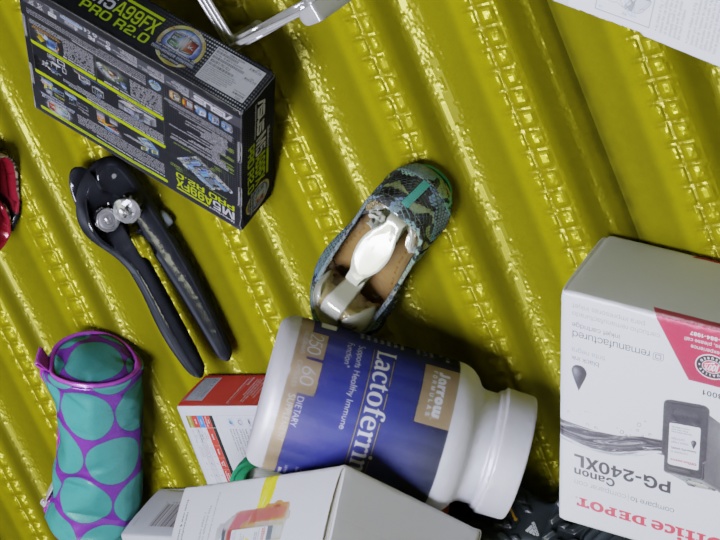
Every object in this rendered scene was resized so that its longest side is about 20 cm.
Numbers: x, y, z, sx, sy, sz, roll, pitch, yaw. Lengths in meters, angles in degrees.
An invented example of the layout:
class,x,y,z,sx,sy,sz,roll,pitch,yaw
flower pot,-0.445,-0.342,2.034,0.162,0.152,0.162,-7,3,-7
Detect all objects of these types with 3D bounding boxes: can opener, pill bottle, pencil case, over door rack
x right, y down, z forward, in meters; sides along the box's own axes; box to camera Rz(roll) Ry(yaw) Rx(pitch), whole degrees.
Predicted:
class,x,y,z,sx,sy,sz,roll,pitch,yaw
can opener,-0.163,-0.005,1.543,0.063,0.079,0.201,-34,104,3
pill bottle,0.023,0.112,1.421,0.198,0.116,0.116,15,130,-3
pencil case,-0.233,0.151,1.662,0.092,0.085,0.201,4,125,-3
over door rack,-0.077,-0.229,1.294,0.148,0.066,0.200,57,161,-12

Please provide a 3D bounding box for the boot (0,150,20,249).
class,x,y,z,sx,sy,sz,roll,pitch,yaw
boot,-0.367,-0.051,1.631,0.150,0.073,0.201,24,124,18

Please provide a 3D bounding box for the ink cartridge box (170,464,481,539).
class,x,y,z,sx,sy,sz,roll,pitch,yaw
ink cartridge box,-0.030,0.213,1.426,0.145,0.084,0.199,28,154,-32

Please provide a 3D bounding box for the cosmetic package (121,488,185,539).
class,x,y,z,sx,sy,sz,roll,pitch,yaw
cosmetic package,-0.123,0.295,1.697,0.101,0.074,0.201,-1,120,34

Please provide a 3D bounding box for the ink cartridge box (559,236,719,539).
class,x,y,z,sx,sy,sz,roll,pitch,yaw
ink cartridge box,0.218,0.094,1.331,0.144,0.083,0.201,14,126,25

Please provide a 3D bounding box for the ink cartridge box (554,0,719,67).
class,x,y,z,sx,sy,sz,roll,pitch,yaw
ink cartridge box,0.218,-0.202,1.149,0.199,0.057,0.163,27,139,20

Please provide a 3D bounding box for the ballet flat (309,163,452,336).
class,x,y,z,sx,sy,sz,roll,pitch,yaw
ballet flat,0.000,0.000,1.423,0.074,0.074,0.201,36,133,8

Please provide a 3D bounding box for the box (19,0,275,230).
class,x,y,z,sx,sy,sz,roll,pitch,yaw
box,-0.156,-0.132,1.418,0.199,0.044,0.161,31,153,14

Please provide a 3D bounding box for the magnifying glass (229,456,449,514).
class,x,y,z,sx,sy,sz,roll,pitch,yaw
magnifying glass,-0.019,0.180,1.521,0.199,0.022,0.080,-1,119,36

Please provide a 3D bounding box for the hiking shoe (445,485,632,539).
class,x,y,z,sx,sy,sz,roll,pitch,yaw
hiking shoe,0.130,0.208,1.472,0.199,0.075,0.087,8,143,41

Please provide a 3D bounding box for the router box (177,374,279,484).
class,x,y,z,sx,sy,sz,roll,pitch,yaw
router box,-0.039,0.183,1.581,0.178,0.049,0.201,-2,118,34
